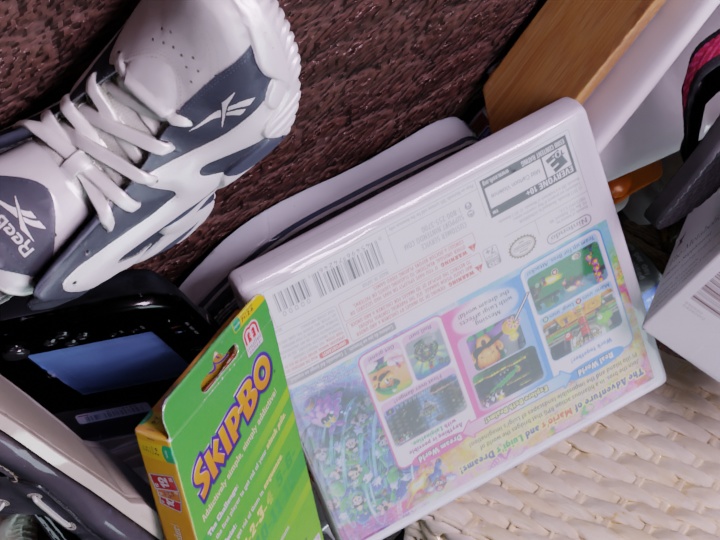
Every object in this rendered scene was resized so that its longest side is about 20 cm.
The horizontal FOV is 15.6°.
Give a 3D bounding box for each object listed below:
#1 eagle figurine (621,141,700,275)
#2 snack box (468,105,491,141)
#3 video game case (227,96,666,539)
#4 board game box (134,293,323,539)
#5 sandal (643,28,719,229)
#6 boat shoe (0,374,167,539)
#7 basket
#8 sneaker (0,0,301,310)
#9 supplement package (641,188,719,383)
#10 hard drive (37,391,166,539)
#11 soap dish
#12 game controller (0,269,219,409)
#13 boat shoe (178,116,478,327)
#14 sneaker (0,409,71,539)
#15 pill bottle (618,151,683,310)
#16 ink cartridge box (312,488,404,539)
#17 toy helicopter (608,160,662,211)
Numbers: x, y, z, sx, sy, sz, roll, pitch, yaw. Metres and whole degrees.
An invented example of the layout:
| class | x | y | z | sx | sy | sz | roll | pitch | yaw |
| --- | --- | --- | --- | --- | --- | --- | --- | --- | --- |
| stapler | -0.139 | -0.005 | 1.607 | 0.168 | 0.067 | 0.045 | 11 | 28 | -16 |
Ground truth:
| class | x | y | z | sx | sy | sz | roll | pitch | yaw |
| --- | --- | --- | --- | --- | --- | --- | --- | --- | --- |
| eagle figurine | 0.247 | -0.065 | 1.563 | 0.200 | 0.151 | 0.152 | -45 | 160 | -4 |
| snack box | 0.127 | -0.093 | 1.515 | 0.200 | 0.024 | 0.072 | -23 | 161 | -40 |
| video game case | 0.049 | 0.031 | 1.347 | 0.200 | 0.024 | 0.182 | -28 | 124 | -11 |
| board game box | -0.061 | 0.113 | 1.295 | 0.096 | 0.030 | 0.201 | -51 | 144 | -41 |
| sandal | 0.194 | -0.109 | 1.296 | 0.200 | 0.045 | 0.075 | -60 | 163 | 22 |
| boat shoe | -0.159 | 0.101 | 1.241 | 0.063 | 0.073 | 0.200 | -47 | 136 | 2 |
| basket | 0.148 | 0.164 | 1.497 | 0.198 | 0.200 | 0.161 | -46 | 151 | -35 |
| sneaker | -0.106 | -0.044 | 1.048 | 0.129 | 0.080 | 0.199 | -37 | 177 | -32 |
| supplement package | 0.245 | -0.033 | 1.376 | 0.114 | 0.109 | 0.200 | -48 | -170 | 46 |
| hard drive | -0.099 | 0.157 | 1.375 | 0.139 | 0.038 | 0.201 | -9 | 121 | -23 |
| soap dish | 0.162 | -0.133 | 1.367 | 0.157 | 0.081 | 0.200 | -23 | 160 | -40 |
| game controller | -0.121 | 0.038 | 1.288 | 0.104 | 0.042 | 0.200 | -3 | 168 | 8 |
| boat shoe | 0.000 | 0.000 | 1.389 | 0.200 | 0.091 | 0.071 | -31 | 164 | -18 |
| sneaker | -0.115 | 0.092 | 1.407 | 0.199 | 0.085 | 0.075 | -18 | 123 | -18 |
| pill bottle | 0.137 | 0.006 | 1.658 | 0.200 | 0.114 | 0.114 | -35 | 165 | -6 |
| ink cartridge box | -0.034 | 0.140 | 1.509 | 0.200 | 0.086 | 0.146 | -49 | 158 | 6 |
| toy helicopter | 0.112 | -0.010 | 1.480 | 0.132 | 0.079 | 0.200 | -44 | -165 | 19 |
